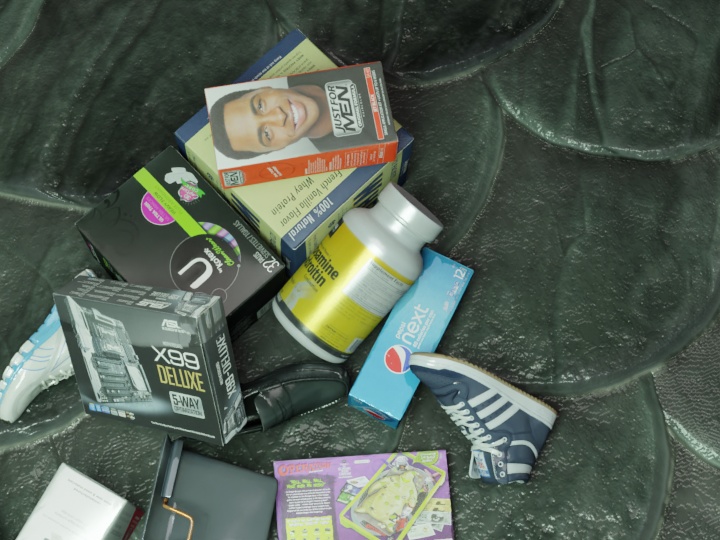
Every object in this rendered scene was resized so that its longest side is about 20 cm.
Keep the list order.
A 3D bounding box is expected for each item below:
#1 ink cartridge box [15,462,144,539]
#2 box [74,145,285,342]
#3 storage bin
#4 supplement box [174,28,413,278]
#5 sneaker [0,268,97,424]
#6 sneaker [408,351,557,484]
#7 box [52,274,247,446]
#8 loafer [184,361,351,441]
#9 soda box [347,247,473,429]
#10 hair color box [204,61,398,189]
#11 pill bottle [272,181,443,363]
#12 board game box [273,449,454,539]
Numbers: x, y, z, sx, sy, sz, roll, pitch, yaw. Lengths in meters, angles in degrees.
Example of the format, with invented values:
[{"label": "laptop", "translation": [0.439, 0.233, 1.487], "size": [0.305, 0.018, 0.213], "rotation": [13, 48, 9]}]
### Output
[{"label": "ink cartridge box", "translation": [-0.323, 0.319, 1.240], "size": [0.083, 0.145, 0.200], "rotation": [29, 74, 5]}, {"label": "box", "translation": [-0.204, -0.012, 1.358], "size": [0.148, 0.124, 0.200], "rotation": [-42, 80, -14]}, {"label": "storage bin", "translation": [-0.170, 0.289, 1.265], "size": [0.134, 0.146, 0.201], "rotation": [13, 72, -9]}, {"label": "supplement box", "translation": [-0.077, -0.134, 1.394], "size": [0.200, 0.134, 0.200], "rotation": [44, 76, 11]}, {"label": "sneaker", "translation": [-0.339, 0.098, 1.348], "size": [0.087, 0.075, 0.200], "rotation": [33, 75, 2]}, {"label": "sneaker", "translation": [0.127, 0.172, 1.313], "size": [0.200, 0.070, 0.109], "rotation": [28, 75, -23]}, {"label": "box", "translation": [-0.227, 0.095, 1.266], "size": [0.199, 0.158, 0.050], "rotation": [8, 31, 29]}, {"label": "loafer", "translation": [-0.107, 0.155, 1.331], "size": [0.200, 0.068, 0.070], "rotation": [-12, 35, -2]}, {"label": "soda box", "translation": [0.059, 0.079, 1.370], "size": [0.068, 0.064, 0.200], "rotation": [26, 73, 6]}, {"label": "hair color box", "translation": [-0.066, -0.161, 1.300], "size": [0.199, 0.061, 0.102], "rotation": [-11, 74, -4]}, {"label": "pill bottle", "translation": [0.000, 0.000, 1.334], "size": [0.112, 0.112, 0.200], "rotation": [42, 100, 11]}, {"label": "board game box", "translation": [0.003, 0.270, 1.327], "size": [0.199, 0.032, 0.120], "rotation": [-3, 77, -4]}]
